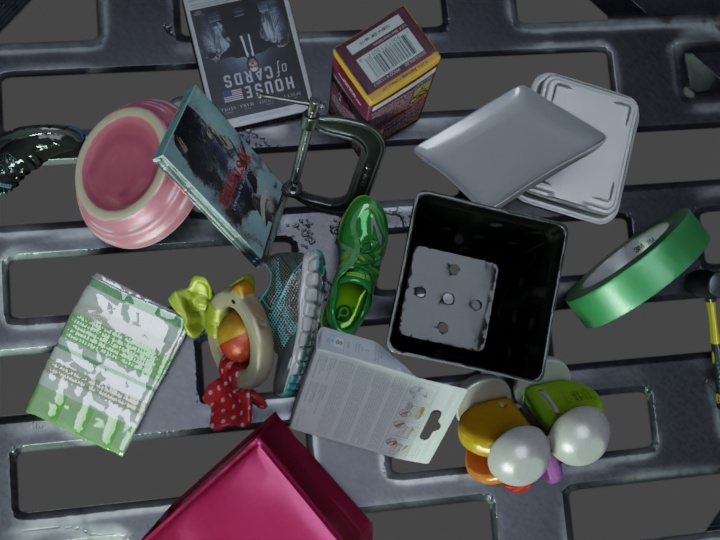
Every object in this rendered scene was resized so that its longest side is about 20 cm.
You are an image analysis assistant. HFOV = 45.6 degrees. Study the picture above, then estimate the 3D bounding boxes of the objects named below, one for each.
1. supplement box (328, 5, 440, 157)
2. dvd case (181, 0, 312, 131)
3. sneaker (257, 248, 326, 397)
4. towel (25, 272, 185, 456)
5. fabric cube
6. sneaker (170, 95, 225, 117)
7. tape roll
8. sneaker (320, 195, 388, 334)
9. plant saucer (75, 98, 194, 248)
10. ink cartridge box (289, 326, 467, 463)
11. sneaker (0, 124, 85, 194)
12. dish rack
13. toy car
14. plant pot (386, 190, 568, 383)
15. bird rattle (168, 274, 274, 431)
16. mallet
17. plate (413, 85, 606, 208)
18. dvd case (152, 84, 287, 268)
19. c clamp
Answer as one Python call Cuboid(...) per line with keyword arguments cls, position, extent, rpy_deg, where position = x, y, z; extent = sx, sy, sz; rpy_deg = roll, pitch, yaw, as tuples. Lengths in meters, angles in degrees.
Cuboid(cls="supplement box", position=(0.026, -0.242, 1.129), extent=(0.110, 0.200, 0.086), rpy_deg=(-33, 82, -10))
Cuboid(cls="dvd case", position=(-0.157, -0.303, 1.206), extent=(0.148, 0.025, 0.203), rpy_deg=(-14, 85, -8))
Cuboid(cls="sneaker", position=(-0.103, 0.068, 1.155), extent=(0.090, 0.078, 0.203), rpy_deg=(7, 79, 11))
Cuboid(cls="towel", position=(-0.333, 0.124, 1.137), extent=(0.148, 0.031, 0.202), rpy_deg=(26, 83, -1))
Cuboid(cls="fabric cube", position=(-0.119, 0.322, 1.039), extent=(0.196, 0.200, 0.200), rpy_deg=(-40, 89, 0))
Cuboid(cls="sneaker", position=(-0.203, -0.145, 1.139), extent=(0.077, 0.086, 0.201), rpy_deg=(-31, 86, 18))
Cuboid(cls="tape roll", position=(0.367, -0.003, 1.145), extent=(0.200, 0.200, 0.048), rpy_deg=(-39, 88, -9))
Cuboid(cls="sneaker", position=(0.000, 0.000, 1.154), extent=(0.073, 0.084, 0.203), rpy_deg=(12, 88, -14))
Cuboid(cls="plant saucer", position=(-0.295, -0.131, 1.109), extent=(0.198, 0.051, 0.203), rpy_deg=(-6, 75, 22))
Cuboid(cls="ink cartridge box", position=(0.020, 0.165, 1.112), extent=(0.198, 0.161, 0.048), rpy_deg=(15, 39, -6))
Cuboid(cls="sneaker", position=(-0.458, -0.144, 1.135), extent=(0.197, 0.073, 0.083), rpy_deg=(-12, 96, 0))
Cuboid(cls="dish rack", position=(0.317, -0.182, 1.240), extent=(0.170, 0.044, 0.203), rpy_deg=(16, 82, -5))
Cuboid(cls="toy car", position=(0.227, 0.221, 1.139), extent=(0.198, 0.175, 0.152), rpy_deg=(-16, 120, -9))
Cuboid(cls="plant pot", position=(0.136, 0.029, 1.126), extent=(0.197, 0.177, 0.202), rpy_deg=(12, 82, -4))
Cuboid(cls="bird rattle", position=(-0.164, 0.096, 1.084), extent=(0.112, 0.163, 0.203), rpy_deg=(-3, 73, -33))
Cuboid(cls="mallet", position=(0.510, 0.097, 1.219), extent=(0.041, 0.066, 0.203), rpy_deg=(-8, 85, -9))
Cuboid(cls="plate", position=(0.201, -0.164, 1.176), extent=(0.198, 0.200, 0.033), rpy_deg=(-31, 132, -9))
Cuboid(cls="dvd case", position=(-0.171, -0.119, 1.095), extent=(0.200, 0.022, 0.147), rpy_deg=(51, 35, -33))
Cuboid(cls="c clamp", position=(-0.055, -0.149, 1.127), extent=(0.168, 0.201, 0.027), rpy_deg=(6, 50, -6))
